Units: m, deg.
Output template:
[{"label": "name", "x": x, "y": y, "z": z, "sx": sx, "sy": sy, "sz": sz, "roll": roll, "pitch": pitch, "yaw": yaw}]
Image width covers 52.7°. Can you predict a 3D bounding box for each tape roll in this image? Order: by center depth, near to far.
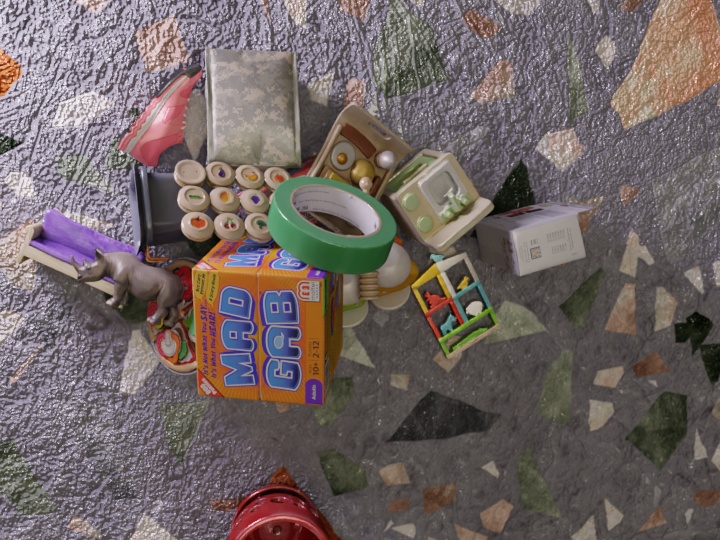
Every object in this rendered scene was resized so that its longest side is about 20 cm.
[{"label": "tape roll", "x": -0.043, "y": -0.072, "z": 1.110, "sx": 0.196, "sy": 0.202, "sz": 0.049, "roll": 13, "pitch": 121, "yaw": -13}]

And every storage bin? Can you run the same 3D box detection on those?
[{"label": "storage bin", "x": -0.313, "y": -0.092, "z": 1.221, "sx": 0.131, "sy": 0.200, "sz": 0.149, "roll": -6, "pitch": 85, "yaw": -19}]

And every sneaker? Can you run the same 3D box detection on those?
[{"label": "sneaker", "x": -0.332, "y": -0.269, "z": 1.267, "sx": 0.087, "sy": 0.074, "sz": 0.201, "roll": 40, "pitch": 92, "yaw": -27}]

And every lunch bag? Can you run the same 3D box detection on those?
[{"label": "lunch bag", "x": -0.184, "y": -0.263, "z": 1.245, "sx": 0.160, "sy": 0.118, "sz": 0.205, "roll": -1, "pitch": 78, "yaw": -11}]

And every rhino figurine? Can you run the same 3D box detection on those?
[{"label": "rhino figurine", "x": -0.386, "y": 0.018, "z": 1.207, "sx": 0.197, "sy": 0.060, "sz": 0.089, "roll": 25, "pitch": 94, "yaw": -9}]

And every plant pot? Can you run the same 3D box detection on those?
[{"label": "plant pot", "x": -0.155, "y": 0.507, "z": 1.342, "sx": 0.195, "sy": 0.182, "sz": 0.206, "roll": -2, "pitch": 99, "yaw": -11}]

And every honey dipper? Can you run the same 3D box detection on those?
[{"label": "honey dipper", "x": 0.013, "y": -0.053, "z": 1.213, "sx": 0.037, "sy": 0.038, "sz": 0.205, "roll": 0, "pitch": 89, "yaw": -11}]

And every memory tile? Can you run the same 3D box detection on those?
[{"label": "memory tile", "x": -0.190, "y": -0.109, "z": 1.148, "sx": 0.196, "sy": 0.017, "sz": 0.156, "roll": 0, "pitch": 55, "yaw": -24}]

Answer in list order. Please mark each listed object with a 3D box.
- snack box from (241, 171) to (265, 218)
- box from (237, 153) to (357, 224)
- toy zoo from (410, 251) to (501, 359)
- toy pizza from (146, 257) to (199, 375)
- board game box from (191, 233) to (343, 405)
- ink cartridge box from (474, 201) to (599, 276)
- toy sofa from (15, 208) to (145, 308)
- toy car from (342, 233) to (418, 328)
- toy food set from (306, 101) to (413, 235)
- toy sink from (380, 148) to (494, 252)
[{"label": "snack box", "x": -0.174, "y": -0.143, "z": 1.329, "sx": 0.070, "sy": 0.024, "sz": 0.205, "roll": 9, "pitch": 96, "yaw": -14}, {"label": "box", "x": -0.112, "y": -0.128, "z": 1.285, "sx": 0.197, "sy": 0.099, "sz": 0.097, "roll": -29, "pitch": 109, "yaw": -18}, {"label": "toy zoo", "x": 0.180, "y": 0.056, "z": 1.431, "sx": 0.130, "sy": 0.020, "sz": 0.203, "roll": -30, "pitch": 102, "yaw": -6}, {"label": "toy pizza", "x": -0.313, "y": 0.079, "z": 1.262, "sx": 0.031, "sy": 0.197, "sz": 0.205, "roll": 4, "pitch": 100, "yaw": -55}, {"label": "board game box", "x": -0.136, "y": 0.067, "z": 1.148, "sx": 0.195, "sy": 0.200, "sz": 0.205, "roll": 3, "pitch": 109, "yaw": 7}, {"label": "ink cartridge box", "x": 0.329, "y": -0.065, "z": 1.352, "sx": 0.172, "sy": 0.200, "sz": 0.086, "roll": -15, "pitch": 101, "yaw": -8}, {"label": "toy sofa", "x": -0.476, "y": -0.024, "z": 1.254, "sx": 0.197, "sy": 0.083, "sz": 0.099, "roll": 26, "pitch": 93, "yaw": -14}, {"label": "toy car", "x": 0.000, "y": 0.000, "z": 1.332, "sx": 0.196, "sy": 0.176, "sz": 0.152, "roll": -22, "pitch": 67, "yaw": -7}, {"label": "toy food set", "x": -0.008, "y": -0.159, "z": 1.240, "sx": 0.142, "sy": 0.060, "sz": 0.203, "roll": 32, "pitch": 82, "yaw": -27}, {"label": "toy sink", "x": 0.125, "y": -0.133, "z": 1.297, "sx": 0.130, "sy": 0.200, "sz": 0.113, "roll": -39, "pitch": 111, "yaw": -3}]
